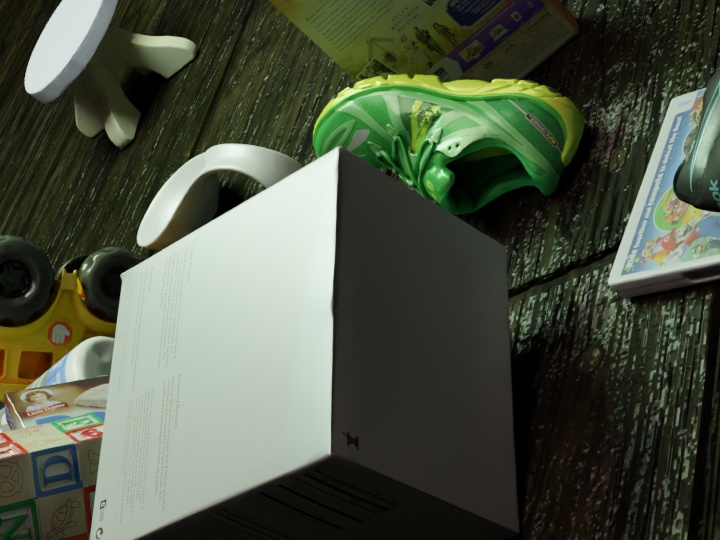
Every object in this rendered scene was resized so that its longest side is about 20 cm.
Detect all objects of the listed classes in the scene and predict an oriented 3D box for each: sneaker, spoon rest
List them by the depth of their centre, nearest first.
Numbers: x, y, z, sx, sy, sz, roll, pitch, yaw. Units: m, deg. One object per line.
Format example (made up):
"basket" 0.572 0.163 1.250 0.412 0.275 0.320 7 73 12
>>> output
"sneaker" 0.224 -0.115 0.842 0.079 0.075 0.200 -8 48 56
"sneaker" 0.049 -0.082 1.064 0.200 0.074 0.084 0 62 32
"spoon rest" -0.136 -0.071 1.388 0.200 0.061 0.100 -15 42 47

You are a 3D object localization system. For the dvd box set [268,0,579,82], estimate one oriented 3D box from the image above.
"dvd box set" 0.037 -0.194 1.127 0.146 0.200 0.029 -39 29 22

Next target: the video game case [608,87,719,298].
"video game case" 0.233 -0.061 0.861 0.200 0.018 0.143 -14 44 49

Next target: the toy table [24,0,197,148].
"toy table" -0.281 -0.232 1.752 0.184 0.117 0.200 -23 38 41

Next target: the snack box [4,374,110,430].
"snack box" -0.128 0.090 1.049 0.072 0.199 0.024 44 136 52

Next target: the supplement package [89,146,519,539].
"supplement package" -0.032 0.073 0.913 0.200 0.147 0.192 -27 49 38

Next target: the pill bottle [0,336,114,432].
"pill bottle" -0.238 0.149 1.203 0.200 0.114 0.114 -38 29 21

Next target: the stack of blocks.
"stack of blocks" -0.195 0.198 0.956 0.115 0.201 0.059 -12 13 -26

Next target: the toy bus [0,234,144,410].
"toy bus" -0.262 0.072 1.314 0.136 0.199 0.193 167 106 -67
